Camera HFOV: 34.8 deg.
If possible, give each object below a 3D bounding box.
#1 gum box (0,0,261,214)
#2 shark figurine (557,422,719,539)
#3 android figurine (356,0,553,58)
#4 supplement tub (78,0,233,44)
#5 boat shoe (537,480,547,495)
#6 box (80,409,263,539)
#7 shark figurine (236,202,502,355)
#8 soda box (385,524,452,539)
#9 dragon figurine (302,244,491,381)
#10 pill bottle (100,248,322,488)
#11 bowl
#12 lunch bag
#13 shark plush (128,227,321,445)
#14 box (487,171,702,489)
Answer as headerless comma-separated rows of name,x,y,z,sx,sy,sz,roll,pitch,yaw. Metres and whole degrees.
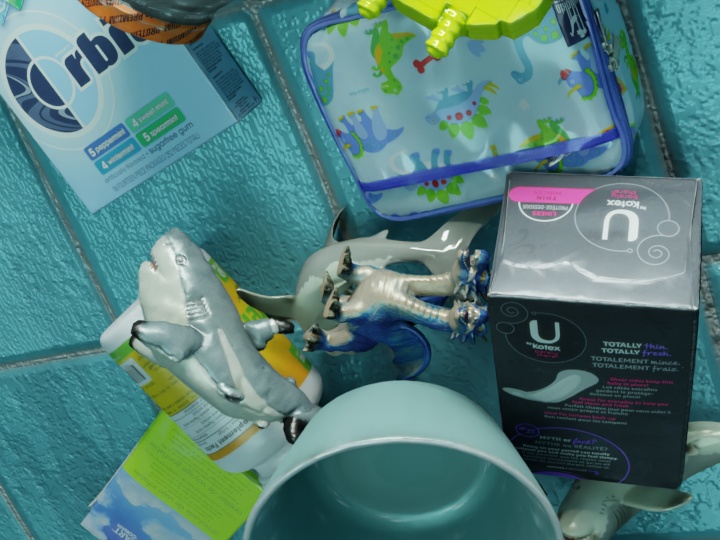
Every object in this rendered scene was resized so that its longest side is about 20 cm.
gum box,-0.197,-0.162,0.851,0.170,0.045,0.200,-26,106,33
shark figurine,0.240,0.151,0.838,0.214,0.128,0.090,-18,137,18
android figurine,0.074,-0.213,0.635,0.182,0.041,0.200,34,91,11
supplement tub,-0.102,-0.247,0.699,0.122,0.123,0.200,32,121,3
boat shoe,0.057,0.153,0.899,0.200,0.093,0.075,45,152,-13
box,-0.167,0.207,1.061,0.122,0.048,0.200,39,127,-1
shark figurine,-0.002,-0.011,0.834,0.128,0.090,0.214,24,149,-21
soda box,0.082,0.232,0.822,0.200,0.063,0.070,21,148,28
dragon figurine,0.020,0.036,0.756,0.099,0.059,0.200,19,152,-9
pill bottle,-0.101,0.089,0.921,0.200,0.111,0.111,47,126,-9
bowl,0.028,0.150,0.750,0.200,0.105,0.201,2,125,2
lunch bag,0.074,-0.118,0.739,0.200,0.083,0.161,-8,119,28
shark plush,-0.080,0.059,0.812,0.200,0.083,0.091,36,164,8
box,0.153,0.042,0.743,0.122,0.106,0.200,4,141,14
